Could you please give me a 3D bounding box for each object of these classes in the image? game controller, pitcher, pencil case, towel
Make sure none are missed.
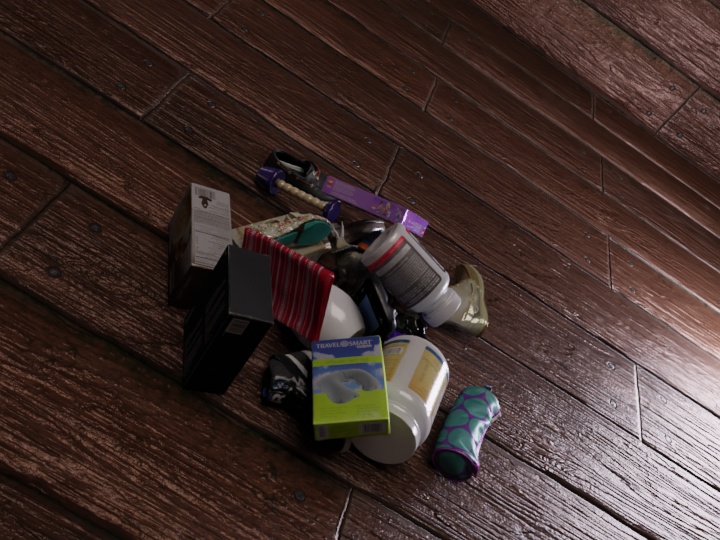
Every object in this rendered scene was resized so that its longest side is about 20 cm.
[{"bbox_3d":[0.017,0.087,1.422,0.042,0.200,0.105,-26,77,-22],"label":"game controller"},{"bbox_3d":[-0.077,0.067,1.443,0.200,0.122,0.171,43,17,17],"label":"pitcher"},{"bbox_3d":[0.200,0.300,1.441,0.092,0.086,0.200,15,34,18],"label":"pencil case"},{"bbox_3d":[-0.137,0.027,1.348,0.199,0.146,0.022,27,29,24],"label":"towel"}]

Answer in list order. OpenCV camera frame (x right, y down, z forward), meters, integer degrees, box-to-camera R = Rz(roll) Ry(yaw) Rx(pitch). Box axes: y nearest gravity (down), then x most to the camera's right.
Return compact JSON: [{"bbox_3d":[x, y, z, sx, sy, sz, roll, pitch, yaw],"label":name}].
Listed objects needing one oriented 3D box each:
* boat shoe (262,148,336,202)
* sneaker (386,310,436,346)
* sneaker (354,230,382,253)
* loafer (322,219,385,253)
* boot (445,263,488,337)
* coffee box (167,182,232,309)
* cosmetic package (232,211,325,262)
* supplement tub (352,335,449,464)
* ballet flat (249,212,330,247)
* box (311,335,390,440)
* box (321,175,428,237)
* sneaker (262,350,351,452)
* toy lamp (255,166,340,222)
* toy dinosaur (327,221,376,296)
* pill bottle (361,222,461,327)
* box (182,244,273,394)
[{"bbox_3d":[-0.119,-0.208,1.726,0.200,0.063,0.074,21,37,-23],"label":"boat shoe"},{"bbox_3d":[0.075,0.108,1.522,0.200,0.100,0.069,45,39,7],"label":"sneaker"},{"bbox_3d":[0.088,-0.021,1.626,0.199,0.075,0.079,32,65,1],"label":"sneaker"},{"bbox_3d":[-0.026,-0.067,1.661,0.199,0.072,0.063,-8,73,-36],"label":"loafer"},{"bbox_3d":[0.197,0.047,1.717,0.154,0.072,0.201,17,42,-22],"label":"boot"},{"bbox_3d":[-0.285,-0.041,1.371,0.079,0.115,0.201,15,44,-28],"label":"coffee box"},{"bbox_3d":[-0.174,-0.038,1.495,0.104,0.073,0.199,50,38,15],"label":"cosmetic package"},{"bbox_3d":[0.067,0.225,1.360,0.144,0.145,0.200,36,37,-2],"label":"supplement tub"},{"bbox_3d":[-0.135,-0.079,1.451,0.064,0.076,0.199,45,34,20],"label":"ballet flat"},{"bbox_3d":[-0.019,0.180,1.264,0.121,0.048,0.201,-4,41,-1],"label":"box"},{"bbox_3d":[0.032,-0.134,1.627,0.199,0.039,0.137,25,2,25],"label":"box"},{"bbox_3d":[-0.102,0.226,1.290,0.111,0.073,0.201,-3,47,-36],"label":"sneaker"},{"bbox_3d":[-0.135,-0.164,1.635,0.199,0.059,0.058,29,34,19],"label":"toy lamp"},{"bbox_3d":[0.000,0.000,1.573,0.199,0.102,0.077,32,38,-7],"label":"toy dinosaur"},{"bbox_3d":[0.104,0.013,1.520,0.200,0.111,0.111,46,36,-10],"label":"pill bottle"},{"bbox_3d":[-0.214,0.081,1.230,0.078,0.200,0.142,14,44,-28],"label":"box"}]
